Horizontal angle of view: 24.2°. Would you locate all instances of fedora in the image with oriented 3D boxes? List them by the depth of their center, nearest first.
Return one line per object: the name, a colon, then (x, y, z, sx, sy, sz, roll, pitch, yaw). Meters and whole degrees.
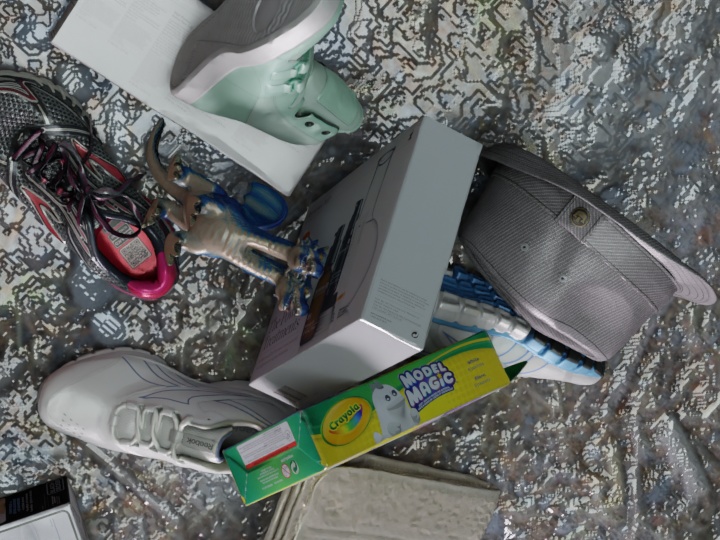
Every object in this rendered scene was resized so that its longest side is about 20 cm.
fedora: (0.147, -0.002, 1.203, 0.200, 0.177, 0.090, 38, 87, -1)

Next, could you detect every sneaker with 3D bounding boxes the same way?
sneaker: (-0.032, -0.140, 1.086, 0.118, 0.200, 0.074, 21, 70, -24)
sneaker: (-0.197, -0.061, 1.172, 0.081, 0.075, 0.200, -46, 107, 1)
sneaker: (-0.136, 0.107, 1.220, 0.199, 0.087, 0.075, 8, 103, -13)
sneaker: (0.091, 0.053, 1.275, 0.199, 0.075, 0.087, 21, 122, -18)

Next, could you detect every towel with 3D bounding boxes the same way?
towel: (0.009, 0.208, 1.275, 0.199, 0.034, 0.133, 16, 102, -38)

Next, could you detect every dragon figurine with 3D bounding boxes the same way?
dragon figurine: (-0.091, -0.034, 1.152, 0.099, 0.200, 0.059, 18, 107, -31)

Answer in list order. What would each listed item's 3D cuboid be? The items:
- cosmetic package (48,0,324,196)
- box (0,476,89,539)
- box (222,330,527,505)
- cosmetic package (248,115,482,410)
cosmetic package: (-0.113, -0.142, 1.182, 0.200, 0.051, 0.083, 33, 97, -18)
box: (-0.292, 0.243, 1.232, 0.199, 0.060, 0.117, -17, 106, -8)
box: (0.015, 0.098, 1.175, 0.199, 0.117, 0.049, -18, 82, -38)
cosmetic package: (0.000, 0.000, 1.139, 0.052, 0.200, 0.151, 27, 65, -16)
